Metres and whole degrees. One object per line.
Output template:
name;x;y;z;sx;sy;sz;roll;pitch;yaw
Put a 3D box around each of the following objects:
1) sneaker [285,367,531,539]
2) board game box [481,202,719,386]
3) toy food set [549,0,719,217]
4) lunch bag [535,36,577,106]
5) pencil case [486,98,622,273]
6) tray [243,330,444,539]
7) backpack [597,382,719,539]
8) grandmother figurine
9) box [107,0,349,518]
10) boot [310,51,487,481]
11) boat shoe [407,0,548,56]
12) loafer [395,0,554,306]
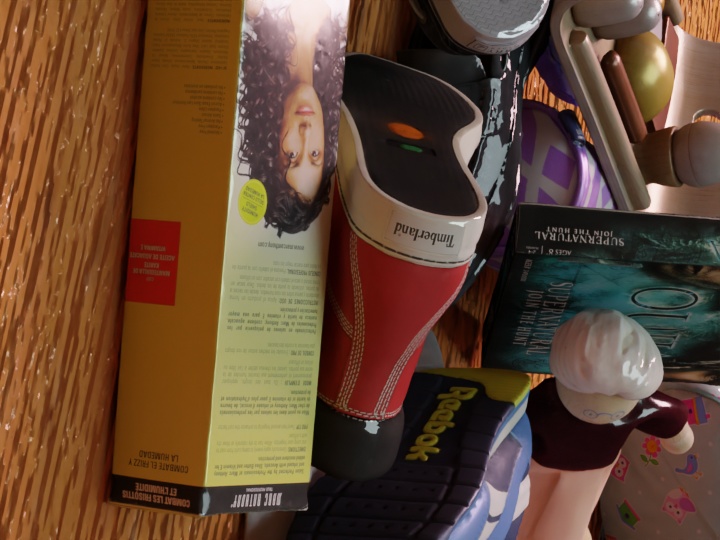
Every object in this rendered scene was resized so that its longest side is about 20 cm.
sneaker;0.029;0.111;1.151;0.200;0.073;0.083;-42;134;-57
board game box;0.131;0.015;1.265;0.200;0.134;0.028;95;-1;-73
toy food set;0.149;-0.119;1.284;0.200;0.060;0.144;63;32;-46
lunch bag;0.114;-0.196;1.360;0.201;0.094;0.151;-59;148;-24
pencil case;0.100;-0.030;1.347;0.086;0.084;0.200;58;11;22
tray;0.001;0.080;1.198;0.200;0.022;0.108;3;92;-67
backpack;0.212;0.128;1.550;0.126;0.166;0.201;-31;117;-57
grandmother figurine;0.103;0.081;1.272;0.200;0.121;0.061;103;-29;-58
box;-0.050;-0.009;1.012;0.075;0.050;0.201;2;93;-56
boot;0.000;0.000;1.114;0.200;0.072;0.145;-92;-162;-65
boat shoe;0.019;-0.184;1.134;0.072;0.071;0.201;-14;88;-26
loafer;0.041;-0.079;1.218;0.070;0.068;0.202;31;69;-42
